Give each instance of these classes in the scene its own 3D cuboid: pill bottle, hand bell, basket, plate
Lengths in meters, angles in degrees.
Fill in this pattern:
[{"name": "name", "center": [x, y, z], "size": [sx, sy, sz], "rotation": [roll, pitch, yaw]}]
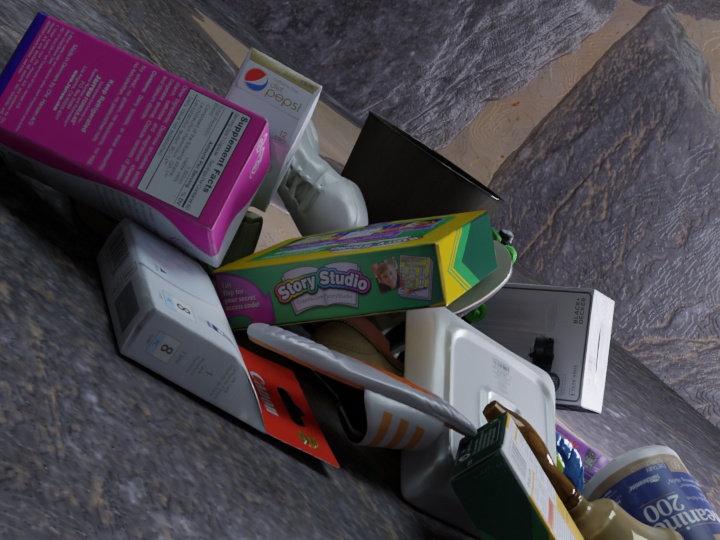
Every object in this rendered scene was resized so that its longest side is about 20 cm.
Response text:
[{"name": "pill bottle", "center": [0.294, 0.272, 1.349], "size": [0.111, 0.111, 0.201], "rotation": [28, 26, -47]}, {"name": "hand bell", "center": [0.169, 0.187, 1.216], "size": [0.200, 0.104, 0.104], "rotation": [48, 8, -10]}, {"name": "basket", "center": [0.022, -0.030, 1.436], "size": [0.135, 0.201, 0.180], "rotation": [25, 12, -47]}, {"name": "plate", "center": [0.113, 0.137, 1.258], "size": [0.199, 0.032, 0.202], "rotation": [32, 47, -35]}]

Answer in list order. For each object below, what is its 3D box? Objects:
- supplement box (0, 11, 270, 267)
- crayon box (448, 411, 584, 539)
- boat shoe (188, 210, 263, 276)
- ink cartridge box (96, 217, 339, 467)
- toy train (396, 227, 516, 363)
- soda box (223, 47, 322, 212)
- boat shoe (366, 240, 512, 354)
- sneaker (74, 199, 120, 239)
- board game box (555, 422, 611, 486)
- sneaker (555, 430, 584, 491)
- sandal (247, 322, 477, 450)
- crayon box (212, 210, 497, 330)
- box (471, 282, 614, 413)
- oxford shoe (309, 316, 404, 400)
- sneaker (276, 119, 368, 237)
[{"name": "supplement box", "center": [-0.178, -0.098, 1.120], "size": [0.199, 0.104, 0.101], "rotation": [27, -16, 4]}, {"name": "crayon box", "center": [0.143, 0.220, 1.128], "size": [0.201, 0.051, 0.126], "rotation": [58, 10, -2]}, {"name": "boat shoe", "center": [-0.142, -0.039, 1.302], "size": [0.068, 0.075, 0.200], "rotation": [20, -3, 7]}, {"name": "ink cartridge box", "center": [-0.100, 0.054, 1.096], "size": [0.199, 0.047, 0.160], "rotation": [32, 12, -27]}, {"name": "toy train", "center": [0.084, 0.044, 1.393], "size": [0.056, 0.201, 0.042], "rotation": [21, 16, -20]}, {"name": "soda box", "center": [-0.086, -0.114, 1.230], "size": [0.068, 0.064, 0.200], "rotation": [27, -15, -3]}, {"name": "boat shoe", "center": [0.055, 0.033, 1.344], "size": [0.063, 0.199, 0.072], "rotation": [41, 25, -58]}, {"name": "sneaker", "center": [-0.216, -0.096, 1.253], "size": [0.070, 0.076, 0.200], "rotation": [31, 14, -38]}, {"name": "board game box", "center": [0.205, 0.196, 1.483], "size": [0.199, 0.033, 0.120], "rotation": [36, -16, -23]}, {"name": "sneaker", "center": [0.142, 0.170, 1.378], "size": [0.200, 0.071, 0.082], "rotation": [47, -25, -25]}, {"name": "sandal", "center": [-0.007, 0.101, 1.140], "size": [0.205, 0.060, 0.079], "rotation": [24, 1, -20]}, {"name": "crayon box", "center": [0.000, 0.000, 1.244], "size": [0.172, 0.198, 0.059], "rotation": [-31, 111, -68]}, {"name": "box", "center": [0.144, 0.073, 1.445], "size": [0.198, 0.118, 0.060], "rotation": [2, -10, 30]}, {"name": "oxford shoe", "center": [0.028, 0.122, 1.271], "size": [0.199, 0.071, 0.074], "rotation": [39, 35, -6]}, {"name": "sneaker", "center": [-0.065, -0.092, 1.391], "size": [0.088, 0.075, 0.201], "rotation": [27, 23, -48]}]
